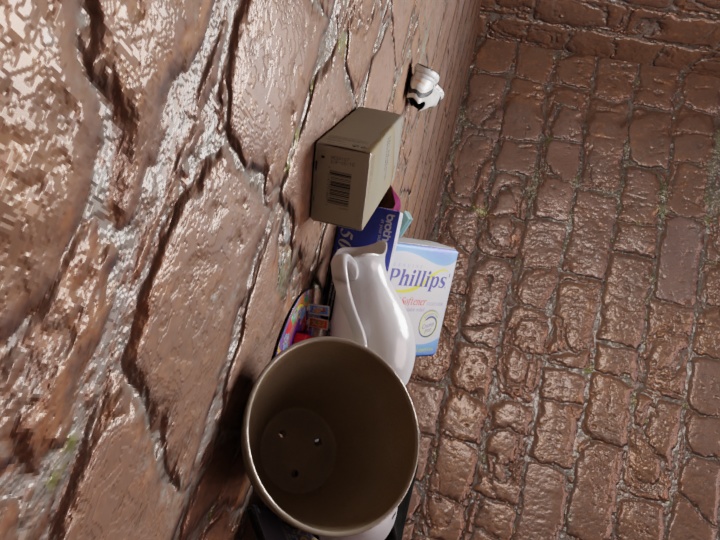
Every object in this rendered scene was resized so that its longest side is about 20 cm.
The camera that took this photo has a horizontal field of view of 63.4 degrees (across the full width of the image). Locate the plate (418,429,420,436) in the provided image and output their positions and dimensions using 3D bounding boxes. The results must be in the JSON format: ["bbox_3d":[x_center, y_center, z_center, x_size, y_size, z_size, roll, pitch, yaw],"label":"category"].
[{"bbox_3d":[0.034,0.277,1.147,0.026,0.198,0.202,-51,156,-35],"label":"plate"}]

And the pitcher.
[{"bbox_3d":[0.005,0.069,0.799,0.171,0.119,0.204,-24,104,-72],"label":"pitcher"}]

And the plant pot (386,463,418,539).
[{"bbox_3d":[-0.010,0.349,1.060,0.201,0.196,0.180,-63,151,-55],"label":"plant pot"}]

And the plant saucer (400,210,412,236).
[{"bbox_3d":[0.039,-0.024,1.111,0.202,0.019,0.070,-58,173,8],"label":"plant saucer"}]

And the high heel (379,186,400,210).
[{"bbox_3d":[0.037,-0.125,1.125,0.200,0.066,0.098,-3,82,-78],"label":"high heel"}]

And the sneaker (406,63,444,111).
[{"bbox_3d":[0.137,-0.397,1.313,0.081,0.073,0.200,-64,167,7],"label":"sneaker"}]

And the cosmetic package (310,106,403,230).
[{"bbox_3d":[-0.001,-0.144,0.784,0.201,0.072,0.105,-60,160,-58],"label":"cosmetic package"}]

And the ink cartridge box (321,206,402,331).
[{"bbox_3d":[0.000,0.000,0.907,0.044,0.092,0.204,-11,113,-80],"label":"ink cartridge box"}]

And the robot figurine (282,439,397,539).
[{"bbox_3d":[-0.037,0.292,0.791,0.151,0.199,0.125,-48,123,-17],"label":"robot figurine"}]

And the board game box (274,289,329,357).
[{"bbox_3d":[-0.074,0.131,0.796,0.159,0.038,0.203,-65,164,-52],"label":"board game box"}]

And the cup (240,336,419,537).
[{"bbox_3d":[-0.051,0.196,0.666,0.143,0.198,0.203,-46,-159,56],"label":"cup"}]

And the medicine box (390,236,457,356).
[{"bbox_3d":[0.061,0.043,1.036,0.180,0.102,0.204,4,102,-41],"label":"medicine box"}]

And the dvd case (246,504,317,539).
[{"bbox_3d":[-0.064,0.391,0.765,0.016,0.149,0.200,-38,141,5],"label":"dvd case"}]
